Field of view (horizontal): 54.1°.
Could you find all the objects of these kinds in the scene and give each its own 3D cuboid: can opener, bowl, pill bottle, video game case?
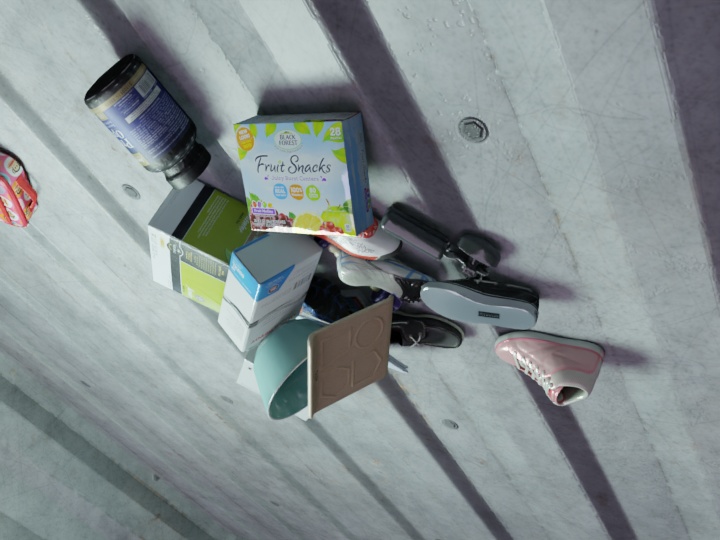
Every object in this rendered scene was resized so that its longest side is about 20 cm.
[{"bbox_3d":[0.127,-0.050,1.125,0.196,0.053,0.068,25,113,0],"label":"can opener"},{"bbox_3d":[-0.122,0.168,1.313,0.105,0.199,0.203,46,154,23],"label":"bowl"},{"bbox_3d":[-0.335,-0.232,1.135,0.110,0.113,0.201,-7,134,40],"label":"pill bottle"},{"bbox_3d":[-0.045,0.095,1.464,0.196,0.018,0.144,-4,136,39],"label":"video game case"}]

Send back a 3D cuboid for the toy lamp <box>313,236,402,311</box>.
[{"bbox_3d":[0.000,0.000,1.267,0.199,0.059,0.058,41,145,-21],"label":"toy lamp"}]

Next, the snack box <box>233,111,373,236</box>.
[{"bbox_3d":[-0.085,-0.146,1.061,0.195,0.068,0.173,5,114,28],"label":"snack box"}]

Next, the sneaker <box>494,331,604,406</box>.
[{"bbox_3d":[0.318,0.173,1.233,0.196,0.106,0.076,4,144,32],"label":"sneaker"}]

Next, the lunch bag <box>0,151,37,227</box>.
[{"bbox_3d":[-0.800,-0.186,1.568,0.172,0.083,0.202,20,148,3],"label":"lunch bag"}]

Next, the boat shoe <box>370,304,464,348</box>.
[{"bbox_3d":[0.099,0.123,1.346,0.194,0.068,0.073,11,133,13],"label":"boat shoe"}]

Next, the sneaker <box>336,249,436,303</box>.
[{"bbox_3d":[0.052,0.002,1.222,0.195,0.074,0.072,16,141,-20],"label":"sneaker"}]

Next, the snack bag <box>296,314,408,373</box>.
[{"bbox_3d":[-0.021,0.141,1.410,0.186,0.022,0.199,14,162,47],"label":"snack bag"}]

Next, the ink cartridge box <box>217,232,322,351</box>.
[{"bbox_3d":[-0.163,0.029,1.246,0.084,0.144,0.202,44,140,18],"label":"ink cartridge box"}]

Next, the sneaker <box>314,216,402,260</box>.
[{"bbox_3d":[-0.026,-0.089,1.152,0.197,0.068,0.109,20,149,15],"label":"sneaker"}]

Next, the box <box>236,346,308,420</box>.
[{"bbox_3d":[-0.163,0.221,1.600,0.196,0.133,0.200,29,153,-3],"label":"box"}]

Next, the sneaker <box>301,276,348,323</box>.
[{"bbox_3d":[-0.107,0.053,1.401,0.197,0.076,0.079,28,150,21],"label":"sneaker"}]

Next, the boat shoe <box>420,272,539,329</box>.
[{"bbox_3d":[0.199,0.040,1.170,0.194,0.069,0.075,8,139,17],"label":"boat shoe"}]

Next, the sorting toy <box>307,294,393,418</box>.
[{"bbox_3d":[-0.021,0.149,1.253,0.036,0.197,0.189,35,137,37],"label":"sorting toy"}]

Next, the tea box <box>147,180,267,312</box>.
[{"bbox_3d":[-0.285,-0.038,1.345,0.193,0.135,0.201,26,148,2],"label":"tea box"}]
